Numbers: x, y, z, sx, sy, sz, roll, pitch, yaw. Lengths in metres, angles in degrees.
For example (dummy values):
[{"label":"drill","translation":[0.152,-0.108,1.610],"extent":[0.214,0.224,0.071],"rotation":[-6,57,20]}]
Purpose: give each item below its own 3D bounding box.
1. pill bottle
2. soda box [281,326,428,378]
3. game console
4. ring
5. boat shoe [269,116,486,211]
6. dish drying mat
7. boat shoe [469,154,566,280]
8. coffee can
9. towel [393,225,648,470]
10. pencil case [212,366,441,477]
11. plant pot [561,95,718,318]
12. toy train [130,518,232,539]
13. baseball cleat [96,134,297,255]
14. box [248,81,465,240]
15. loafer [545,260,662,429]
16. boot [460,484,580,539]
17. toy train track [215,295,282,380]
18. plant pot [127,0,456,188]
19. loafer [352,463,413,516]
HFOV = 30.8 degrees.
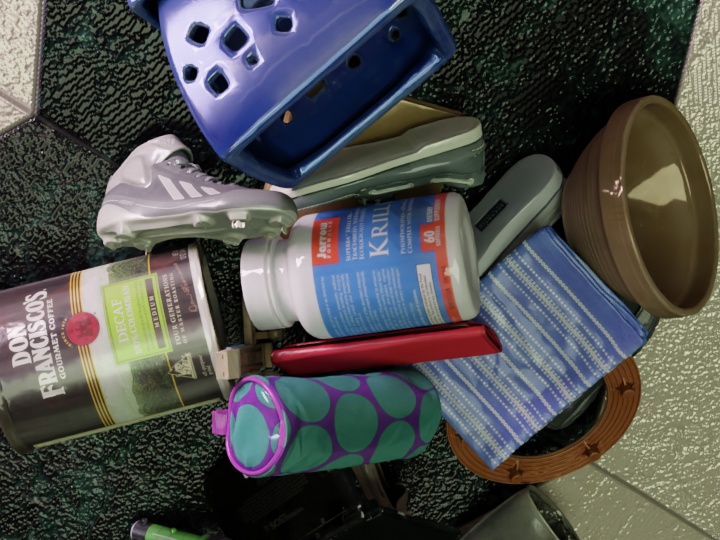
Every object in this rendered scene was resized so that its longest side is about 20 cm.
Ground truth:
[{"label":"pill bottle","translation":[0.000,0.000,1.150],"extent":[0.197,0.113,0.113],"rotation":[-9,114,12]},{"label":"soda box","translation":[0.026,0.103,1.267],"extent":[0.198,0.071,0.064],"rotation":[-16,119,-2]},{"label":"game console","translation":[-0.032,0.231,1.275],"extent":[0.200,0.116,0.177],"rotation":[-39,74,40]},{"label":"ring","translation":[0.180,0.138,1.270],"extent":[0.198,0.019,0.202],"rotation":[-7,128,-9]},{"label":"boat shoe","translation":[0.019,-0.079,1.166],"extent":[0.198,0.073,0.062],"rotation":[-17,116,-1]},{"label":"dish drying mat","translation":[0.023,0.071,1.177],"extent":[0.197,0.077,0.018],"rotation":[-8,70,16]},{"label":"boat shoe","translation":[0.121,-0.018,1.227],"extent":[0.200,0.074,0.065],"rotation":[-41,132,5]},{"label":"coffee can","translation":[-0.224,0.068,1.173],"extent":[0.197,0.147,0.148],"rotation":[-14,114,-4]},{"label":"towel","translation":[0.146,0.073,1.195],"extent":[0.200,0.024,0.145],"rotation":[-42,95,16]},{"label":"pencil case","translation":[-0.024,0.130,1.136],"extent":[0.199,0.092,0.086],"rotation":[2,96,-45]},{"label":"plant pot","translation":[0.249,-0.052,1.204],"extent":[0.092,0.201,0.202],"rotation":[-11,121,38]},{"label":"toy train","translation":[-0.151,0.285,1.277],"extent":[0.198,0.042,0.057],"rotation":[7,107,30]},{"label":"baseball cleat","translation":[-0.143,-0.072,1.130],"extent":[0.198,0.108,0.070],"rotation":[-4,158,22]},{"label":"box","translation":[-0.007,-0.071,1.217],"extent":[0.161,0.021,0.202],"rotation":[13,109,-15]},{"label":"loafer","translation":[0.226,0.071,1.284],"extent":[0.070,0.068,0.201],"rotation":[23,111,-36]},{"label":"boot","translation":[0.150,0.335,1.373],"extent":[0.199,0.073,0.182],"rotation":[-36,113,11]},{"label":"toy train track","translation":[-0.094,0.079,1.172],"extent":[0.032,0.200,0.116],"rotation":[-4,89,6]},{"label":"plant pot","translation":[-0.059,-0.202,1.049],"extent":[0.199,0.200,0.181],"rotation":[-39,78,8]},{"label":"loafer","translation":[0.019,0.226,1.321],"extent":[0.063,0.072,0.201],"rotation":[-33,111,-2]}]
